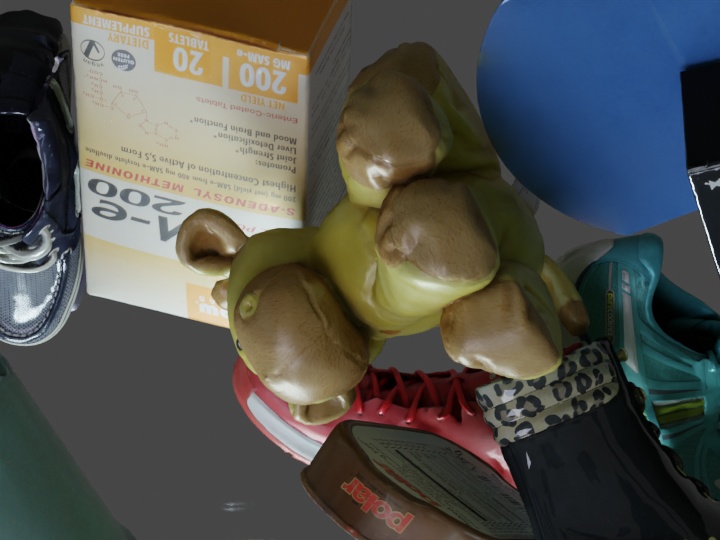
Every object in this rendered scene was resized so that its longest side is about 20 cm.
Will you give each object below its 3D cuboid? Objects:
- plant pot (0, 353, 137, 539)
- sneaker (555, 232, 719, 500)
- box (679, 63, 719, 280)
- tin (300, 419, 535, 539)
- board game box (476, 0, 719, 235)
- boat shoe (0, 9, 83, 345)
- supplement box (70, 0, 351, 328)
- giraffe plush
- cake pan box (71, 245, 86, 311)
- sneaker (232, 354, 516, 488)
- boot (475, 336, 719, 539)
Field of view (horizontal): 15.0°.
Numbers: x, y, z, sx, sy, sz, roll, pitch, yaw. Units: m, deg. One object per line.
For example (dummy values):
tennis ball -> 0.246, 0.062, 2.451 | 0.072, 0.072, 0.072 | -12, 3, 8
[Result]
plant pot -> -0.231, 0.162, 1.603 | 0.199, 0.200, 0.197 | -11, 118, 30
sneaker -> 0.169, 0.062, 1.413 | 0.079, 0.078, 0.200 | -25, 121, 24
box -> 0.239, -0.011, 1.279 | 0.140, 0.079, 0.201 | -13, 131, 11
tin -> 0.042, 0.120, 1.369 | 0.112, 0.200, 0.042 | 33, 97, 22
board game box -> 0.152, -0.103, 1.279 | 0.199, 0.039, 0.158 | -21, 129, 19
boat shoe -> -0.181, -0.026, 1.405 | 0.074, 0.093, 0.201 | 1, 125, -1
supplement box -> -0.075, -0.066, 1.389 | 0.125, 0.074, 0.201 | 13, 136, 12
giraffe plush -> 0.000, 0.000, 1.309 | 0.162, 0.200, 0.173 | -27, 83, 14
cake pan box -> -0.276, -0.033, 1.504 | 0.199, 0.052, 0.185 | -15, 123, 22
sneaker -> 0.039, 0.064, 1.479 | 0.199, 0.079, 0.116 | 23, 129, -17
boot -> 0.152, 0.101, 1.351 | 0.073, 0.203, 0.155 | -24, 85, 51
